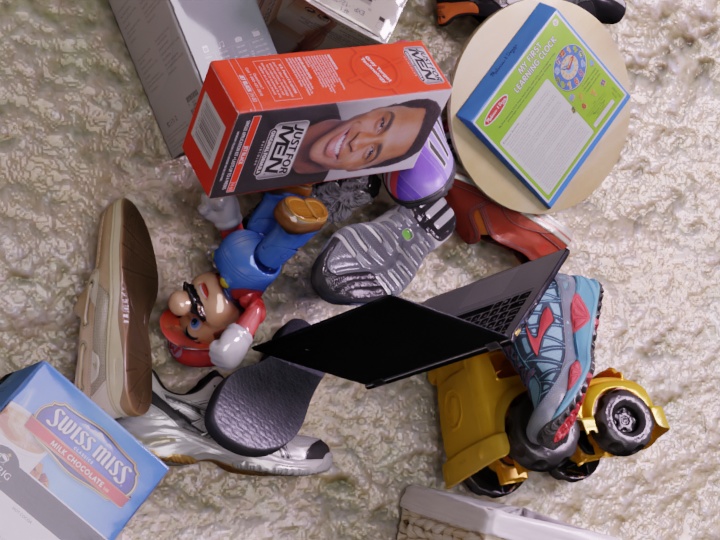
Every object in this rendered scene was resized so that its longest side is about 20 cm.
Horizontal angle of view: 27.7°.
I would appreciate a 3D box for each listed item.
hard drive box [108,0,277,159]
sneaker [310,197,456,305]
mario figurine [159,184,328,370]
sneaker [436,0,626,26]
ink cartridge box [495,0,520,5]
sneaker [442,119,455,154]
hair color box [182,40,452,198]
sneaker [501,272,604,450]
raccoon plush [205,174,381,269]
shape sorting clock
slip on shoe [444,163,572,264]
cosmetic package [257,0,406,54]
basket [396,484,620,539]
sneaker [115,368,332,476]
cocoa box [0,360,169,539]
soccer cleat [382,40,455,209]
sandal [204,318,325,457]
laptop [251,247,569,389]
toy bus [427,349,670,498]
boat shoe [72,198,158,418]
[{"bbox_3d":[-0.150,-0.214,1.267,0.077,0.156,0.200,-23,93,-23],"label":"hard drive box"},{"bbox_3d":[0.000,0.000,1.313,0.075,0.115,0.200,55,41,2],"label":"sneaker"},{"bbox_3d":[-0.116,0.003,1.244,0.106,0.123,0.200,32,116,-5],"label":"mario figurine"},{"bbox_3d":[0.166,-0.258,1.451,0.200,0.070,0.090,12,93,-19],"label":"sneaker"},{"bbox_3d":[0.127,-0.357,1.379,0.146,0.083,0.200,-31,56,-23],"label":"ink cartridge box"},{"bbox_3d":[0.161,-0.126,1.419,0.200,0.081,0.075,-6,96,-19],"label":"sneaker"},{"bbox_3d":[-0.035,-0.124,1.188,0.200,0.102,0.061,-12,57,-30],"label":"hair color box"},{"bbox_3d":[0.153,0.076,1.279,0.095,0.079,0.200,16,40,2],"label":"sneaker"},{"bbox_3d":[-0.064,-0.094,1.344,0.200,0.134,0.097,-27,111,9],"label":"raccoon plush"},{"bbox_3d":[0.167,-0.152,1.356,0.200,0.039,0.200,-6,102,-29],"label":"shape sorting clock"},{"bbox_3d":[0.110,-0.057,1.397,0.200,0.074,0.061,29,88,-16],"label":"slip on shoe"},{"bbox_3d":[-0.032,-0.233,1.292,0.087,0.200,0.103,26,73,-16],"label":"cosmetic package"},{"bbox_3d":[0.118,0.270,1.292,0.136,0.200,0.123,16,84,-19],"label":"basket"},{"bbox_3d":[-0.114,0.133,1.281,0.200,0.076,0.088,12,75,-22],"label":"sneaker"},{"bbox_3d":[-0.260,0.164,1.151,0.133,0.200,0.131,43,70,-11],"label":"cocoa box"},{"bbox_3d":[0.044,-0.133,1.324,0.068,0.200,0.073,-15,127,12],"label":"soccer cleat"},{"bbox_3d":[-0.079,0.109,1.267,0.076,0.043,0.200,50,28,-2],"label":"sandal"},{"bbox_3d":[0.045,0.026,1.259,0.116,0.187,0.200,52,48,-16],"label":"laptop"},{"bbox_3d":[0.165,0.104,1.376,0.200,0.136,0.192,-5,69,-24],"label":"toy bus"},{"bbox_3d":[-0.217,0.032,1.252,0.065,0.072,0.200,-11,66,16],"label":"boat shoe"}]
